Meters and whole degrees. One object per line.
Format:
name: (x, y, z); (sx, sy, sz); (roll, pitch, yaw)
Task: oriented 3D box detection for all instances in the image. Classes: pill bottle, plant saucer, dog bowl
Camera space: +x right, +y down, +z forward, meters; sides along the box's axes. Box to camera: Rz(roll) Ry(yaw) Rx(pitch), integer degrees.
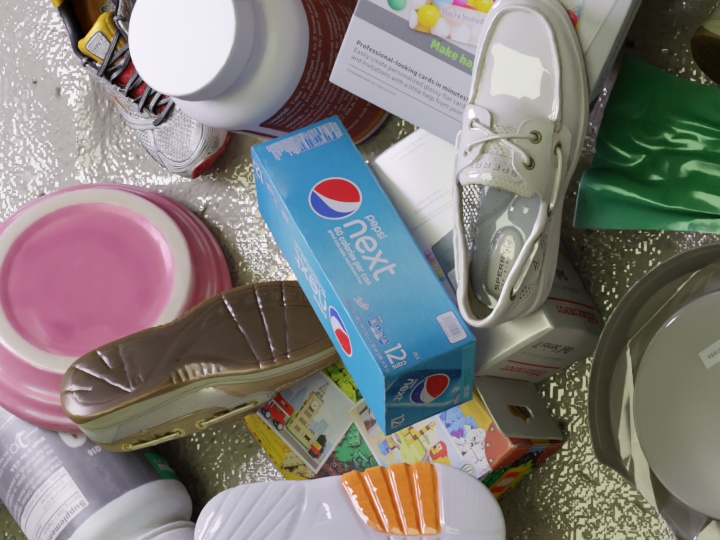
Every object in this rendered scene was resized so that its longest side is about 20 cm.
pill bottle: (-0.064, -0.146, 1.354); (0.112, 0.200, 0.113); (-2, 85, 29)
plant saucer: (-0.192, 0.017, 1.443); (0.200, 0.051, 0.201); (-1, 60, 2)
pill bottle: (-0.193, 0.161, 1.458); (0.113, 0.113, 0.200); (-47, 66, 19)
dog bowl: (0.241, 0.083, 1.245); (0.199, 0.059, 0.201); (-3, 85, 29)

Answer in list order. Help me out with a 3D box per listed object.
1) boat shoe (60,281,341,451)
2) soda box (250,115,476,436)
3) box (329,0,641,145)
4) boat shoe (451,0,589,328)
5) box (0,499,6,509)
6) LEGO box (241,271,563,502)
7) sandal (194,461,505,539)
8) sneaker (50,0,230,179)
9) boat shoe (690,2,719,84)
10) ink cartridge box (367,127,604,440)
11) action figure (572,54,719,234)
boat shoe: (-0.094, 0.065, 1.330); (0.199, 0.066, 0.074); (-16, 51, 4)
soda box: (0.000, 0.000, 1.270); (0.064, 0.068, 0.200); (-21, 56, -13)
box: (0.085, -0.168, 1.202); (0.156, 0.041, 0.200); (28, 120, 9)
boat shoe: (0.088, -0.061, 1.178); (0.071, 0.069, 0.201); (8, 107, 22)
box: (-0.327, 0.087, 1.538); (0.060, 0.117, 0.201); (-17, 79, 28)
LEGO box: (0.014, 0.091, 1.364); (0.149, 0.077, 0.200); (-47, 66, 19)
sandal: (-0.002, 0.169, 1.289); (0.206, 0.059, 0.079); (-1, 59, 20)
sneaker: (-0.169, -0.147, 1.483); (0.078, 0.082, 0.200); (-45, 67, 20)
boat shoe: (0.301, -0.125, 1.218); (0.200, 0.074, 0.066); (26, 70, 20)
ink cartridge box: (0.093, 0.006, 1.301); (0.067, 0.117, 0.200); (-32, 73, 20)
action figure: (0.244, -0.057, 1.252); (0.199, 0.055, 0.119); (14, 83, 21)
